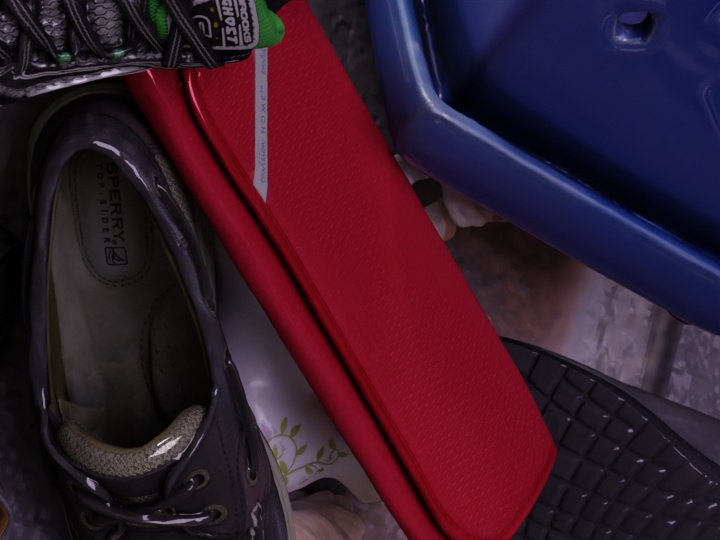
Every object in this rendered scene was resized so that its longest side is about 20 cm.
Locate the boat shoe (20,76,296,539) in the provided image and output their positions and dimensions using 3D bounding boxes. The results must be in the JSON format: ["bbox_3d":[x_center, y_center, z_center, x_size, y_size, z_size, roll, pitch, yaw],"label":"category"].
[{"bbox_3d":[-0.065,0.046,0.778,0.072,0.066,0.201,-7,104,10],"label":"boat shoe"}]

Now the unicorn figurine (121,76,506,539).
[{"bbox_3d":[-0.022,0.000,0.837,0.137,0.074,0.201,3,81,-37],"label":"unicorn figurine"}]

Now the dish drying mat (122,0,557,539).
[{"bbox_3d":[0.000,0.000,0.794,0.200,0.018,0.077,59,43,-22],"label":"dish drying mat"}]

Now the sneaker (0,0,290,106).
[{"bbox_3d":[-0.071,-0.084,0.702,0.200,0.085,0.078,-31,140,-27],"label":"sneaker"}]

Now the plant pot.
[{"bbox_3d":[0.109,-0.105,0.841,0.200,0.180,0.200,28,33,-28],"label":"plant pot"}]

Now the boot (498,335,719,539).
[{"bbox_3d":[0.123,0.077,0.920,0.200,0.132,0.070,29,107,12],"label":"boot"}]

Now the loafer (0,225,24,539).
[{"bbox_3d":[-0.130,0.061,0.735,0.072,0.073,0.200,16,48,10],"label":"loafer"}]
